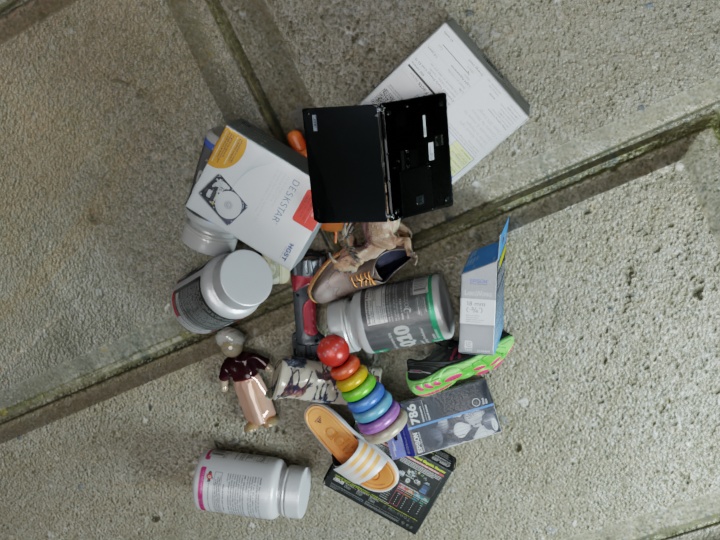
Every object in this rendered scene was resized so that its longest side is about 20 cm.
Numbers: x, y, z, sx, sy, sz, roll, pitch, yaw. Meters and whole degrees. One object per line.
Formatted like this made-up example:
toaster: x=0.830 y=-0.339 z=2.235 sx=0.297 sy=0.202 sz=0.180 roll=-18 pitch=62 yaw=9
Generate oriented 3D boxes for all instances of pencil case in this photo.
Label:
pencil case: x=-0.063 y=0.199 z=1.689 sx=0.200 sy=0.078 sz=0.090 roll=8 pitch=105 yaw=-17

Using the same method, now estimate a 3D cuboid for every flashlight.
flashlight: x=-0.086 y=0.066 z=1.701 sx=0.068 sy=0.068 sz=0.200 roll=-15 pitch=111 yaw=-29

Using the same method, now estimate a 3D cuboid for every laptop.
laptop: x=0.030 y=-0.170 z=1.462 sx=0.103 sy=0.200 sz=0.177 roll=16 pitch=117 yaw=52

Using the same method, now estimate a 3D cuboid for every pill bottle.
pill bottle: x=-0.236 y=0.036 z=1.646 sx=0.114 sy=0.114 sz=0.200 roll=56 pitch=145 yaw=-7
pill bottle: x=-0.233 y=-0.132 z=1.646 sx=0.114 sy=0.114 sz=0.200 roll=22 pitch=109 yaw=5
pill bottle: x=-0.200 y=0.400 z=1.791 sx=0.200 sy=0.113 sz=0.113 roll=6 pitch=107 yaw=10
pill bottle: x=0.052 y=0.079 z=1.648 sx=0.200 sy=0.113 sz=0.113 roll=-12 pitch=103 yaw=15

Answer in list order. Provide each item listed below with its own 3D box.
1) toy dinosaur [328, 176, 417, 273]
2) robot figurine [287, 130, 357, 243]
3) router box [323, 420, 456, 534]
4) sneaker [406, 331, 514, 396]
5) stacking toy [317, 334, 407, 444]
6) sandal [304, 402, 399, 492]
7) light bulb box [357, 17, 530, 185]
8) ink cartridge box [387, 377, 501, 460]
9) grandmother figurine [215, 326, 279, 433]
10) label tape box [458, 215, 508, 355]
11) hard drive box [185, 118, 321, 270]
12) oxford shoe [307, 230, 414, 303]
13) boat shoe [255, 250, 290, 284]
toy dinosaur: x=0.027 y=-0.083 z=1.551 sx=0.135 sy=0.086 sz=0.200 roll=8 pitch=96 yaw=-10
robot figurine: x=-0.054 y=-0.149 z=1.603 sx=0.117 sy=0.144 sz=0.200 roll=-17 pitch=104 yaw=48
router box: x=0.052 y=0.364 z=1.756 sx=0.200 sy=0.062 sz=0.150 roll=28 pitch=109 yaw=3
sneaker: x=0.169 y=0.145 z=1.659 sx=0.200 sy=0.077 sz=0.084 roll=-21 pitch=62 yaw=0
stacking toy: x=-0.004 y=0.192 z=1.621 sx=0.085 sy=0.085 sz=0.200 roll=-28 pitch=107 yaw=17
sandal: x=-0.027 y=0.321 z=1.695 sx=0.207 sy=0.059 sz=0.079 roll=41 pitch=109 yaw=4
light bulb box: x=0.131 y=-0.257 z=1.529 sx=0.200 sy=0.125 sz=0.198 roll=-40 pitch=96 yaw=19
ink cartridge box: x=0.137 y=0.261 z=1.687 sx=0.200 sy=0.039 sz=0.100 roll=-18 pitch=87 yaw=2
grandmother figurine: x=-0.209 y=0.194 z=1.765 sx=0.121 sy=0.061 sz=0.200 roll=-20 pitch=104 yaw=7
label tape box: x=0.202 y=0.020 z=1.585 sx=0.063 sy=0.144 sz=0.200 roll=4 pitch=106 yaw=13
hard drive box: x=-0.150 y=-0.122 z=1.531 sx=0.200 sy=0.077 sz=0.156 roll=31 pitch=110 yaw=2
oxford shoe: x=0.000 y=0.000 z=1.630 sx=0.200 sy=0.073 sz=0.071 roll=-34 pitch=120 yaw=5
boat shoe: x=-0.160 y=-0.065 z=1.637 sx=0.065 sy=0.072 sz=0.200 roll=-9 pitch=119 yaw=-12
